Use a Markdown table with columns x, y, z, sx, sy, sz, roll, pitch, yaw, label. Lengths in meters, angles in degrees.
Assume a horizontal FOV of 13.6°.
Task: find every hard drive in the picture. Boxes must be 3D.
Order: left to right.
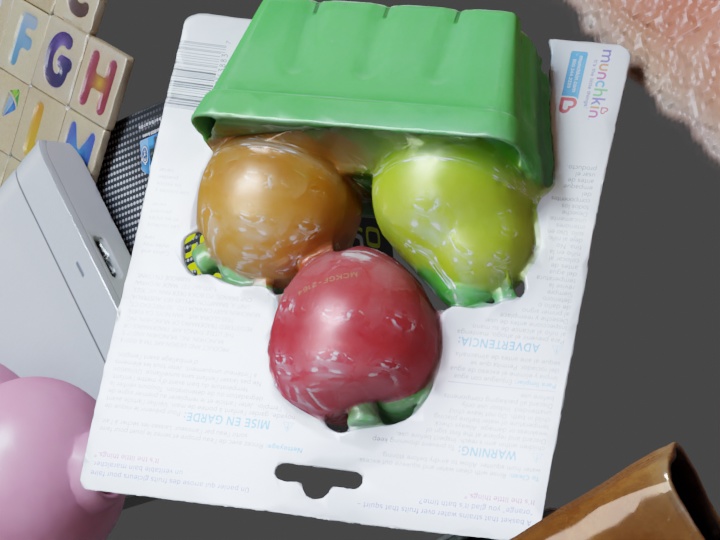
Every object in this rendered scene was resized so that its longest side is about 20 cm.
| x | y | z | sx | sy | sz | roll | pitch | yaw | label |
| --- | --- | --- | --- | --- | --- | --- | --- | --- | --- |
| -0.164 | 0.058 | 1.322 | 0.200 | 0.027 | 0.132 | -48 | 57 | 30 | hard drive |

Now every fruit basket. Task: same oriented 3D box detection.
| x | y | z | sx | sy | sz | roll | pitch | yaw | label |
| --- | --- | --- | --- | --- | --- | --- | --- | --- | --- |
| 0.000 | 0.000 | 1.146 | 0.184 | 0.094 | 0.201 | 4 | 75 | 19 | fruit basket |

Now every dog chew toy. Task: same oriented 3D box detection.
| x | y | z | sx | sy | sz | roll | pitch | yaw | label |
| --- | --- | --- | --- | --- | --- | --- | --- | --- | --- |
| -0.180 | 0.087 | 1.240 | 0.199 | 0.124 | 0.125 | -5 | 78 | 35 | dog chew toy |

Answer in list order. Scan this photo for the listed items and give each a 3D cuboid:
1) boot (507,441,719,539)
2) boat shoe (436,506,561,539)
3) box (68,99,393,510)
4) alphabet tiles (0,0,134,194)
| x | y | z | sx | sy | sz | roll | pitch | yaw | label |
| --- | --- | --- | --- | --- | --- | --- | --- | --- | --- |
| 0.074 | 0.178 | 1.085 | 0.199 | 0.068 | 0.189 | -24 | 93 | 19 | boot |
| 0.012 | 0.152 | 1.156 | 0.199 | 0.068 | 0.074 | -35 | 58 | 37 | boat shoe |
| -0.068 | 0.007 | 1.289 | 0.199 | 0.044 | 0.161 | -19 | 68 | 44 | box |
| -0.166 | -0.058 | 1.372 | 0.166 | 0.006 | 0.201 | 31 | 107 | 49 | alphabet tiles |
